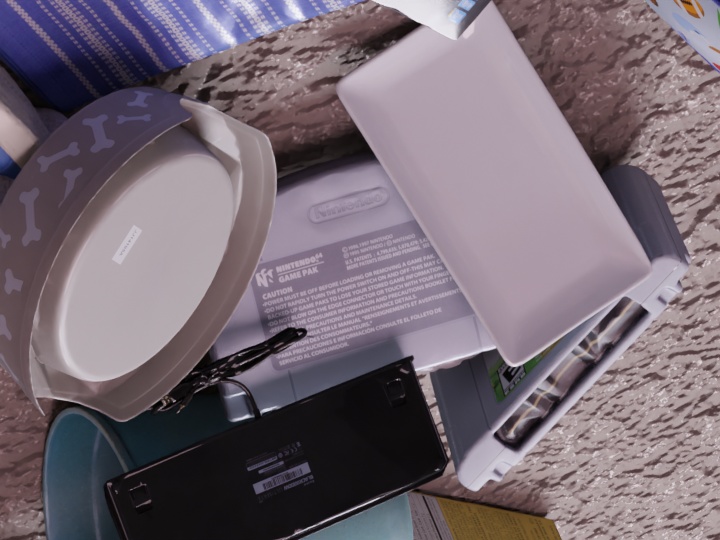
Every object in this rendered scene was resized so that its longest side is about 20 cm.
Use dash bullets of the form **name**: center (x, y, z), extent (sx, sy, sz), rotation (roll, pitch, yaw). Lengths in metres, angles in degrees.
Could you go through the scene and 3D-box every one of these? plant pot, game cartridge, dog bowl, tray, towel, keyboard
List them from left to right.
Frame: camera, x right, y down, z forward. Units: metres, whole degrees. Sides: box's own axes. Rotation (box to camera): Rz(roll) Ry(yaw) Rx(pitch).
- **dog bowl**: center (-0.132, -0.011, 1.640), extent (0.200, 0.059, 0.201), rotation (-41, 148, -33)
- **towel**: center (-0.113, -0.152, 1.588), extent (0.199, 0.024, 0.145), rotation (-18, 143, 19)
- **plant pot**: center (-0.076, 0.166, 1.859), extent (0.187, 0.200, 0.201), rotation (-11, 137, -25)
- **keyboard**: center (-0.056, 0.097, 1.736), extent (0.199, 0.021, 0.128), rotation (-22, 99, -14)
- **game cartridge**: center (0.000, 0.000, 1.773), extent (0.199, 0.040, 0.134), rotation (-15, 106, -9)
- **tray**: center (0.078, -0.054, 1.743), extent (0.107, 0.022, 0.200), rotation (-34, 100, -8)
- **game cartridge**: center (0.119, 0.030, 1.849), extent (0.040, 0.133, 0.200), rotation (34, 110, -21)

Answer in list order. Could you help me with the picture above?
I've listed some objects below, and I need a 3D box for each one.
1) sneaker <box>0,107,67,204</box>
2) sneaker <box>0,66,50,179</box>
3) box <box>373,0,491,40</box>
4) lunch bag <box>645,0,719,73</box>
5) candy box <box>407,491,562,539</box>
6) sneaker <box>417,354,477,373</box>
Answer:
- **sneaker**: center (-0.217, 0.005, 1.689), extent (0.200, 0.075, 0.115), rotation (-41, 139, 0)
- **sneaker**: center (-0.259, -0.088, 1.576), extent (0.111, 0.077, 0.200), rotation (-42, 129, 10)
- **box**: center (0.053, -0.234, 1.607), extent (0.157, 0.050, 0.200), rotation (23, 121, -40)
- **lunch bag**: center (0.224, -0.164, 1.606), extent (0.124, 0.200, 0.170), rotation (-40, 165, 2)
- **candy box**: center (0.036, 0.213, 2.059), extent (0.199, 0.057, 0.117), rotation (14, 127, -34)
- **sneaker**: center (0.014, 0.020, 1.830), extent (0.199, 0.075, 0.082), rotation (-20, 140, -6)
